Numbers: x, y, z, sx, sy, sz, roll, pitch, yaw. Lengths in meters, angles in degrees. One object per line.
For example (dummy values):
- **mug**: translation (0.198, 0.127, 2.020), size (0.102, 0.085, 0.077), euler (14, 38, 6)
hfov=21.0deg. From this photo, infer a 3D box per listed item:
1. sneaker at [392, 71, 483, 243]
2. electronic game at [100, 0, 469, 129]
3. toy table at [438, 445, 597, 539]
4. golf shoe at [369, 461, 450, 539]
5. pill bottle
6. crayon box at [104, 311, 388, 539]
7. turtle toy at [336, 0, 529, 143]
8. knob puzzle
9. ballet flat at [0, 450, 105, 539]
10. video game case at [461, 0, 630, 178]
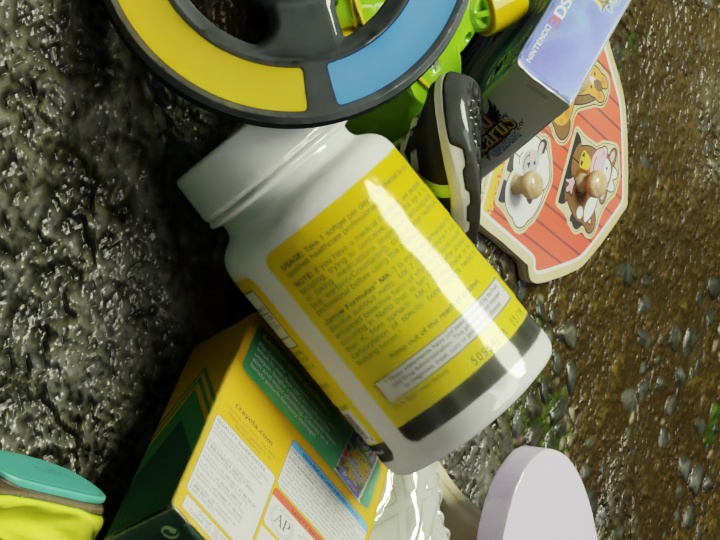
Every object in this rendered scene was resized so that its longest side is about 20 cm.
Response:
- **sneaker**: translation (0.025, -0.038, 1.114), size (0.200, 0.083, 0.072), euler (95, -1, -56)
- **electronic game**: translation (-0.038, -0.170, 0.983), size (0.042, 0.200, 0.200), euler (132, -26, -78)
- **toy table**: translation (0.072, 0.205, 1.235), size (0.184, 0.117, 0.201), euler (-5, 99, -54)
- **golf shoe**: translation (0.019, 0.147, 1.157), size (0.091, 0.075, 0.200), euler (33, 53, -11)
- **pill bottle**: translation (0.000, 0.000, 1.039), size (0.200, 0.114, 0.114), euler (51, 48, -5)
- **crayon box**: translation (-0.051, 0.113, 1.031), size (0.126, 0.052, 0.200), euler (50, 30, -19)
- **turtle toy**: translation (0.012, -0.156, 1.102), size (0.146, 0.101, 0.200), euler (-25, 121, -24)
- **knob puzzle**: translation (0.152, -0.084, 1.375), size (0.219, 0.030, 0.220), euler (-13, 106, -54)
- **ballet flat**: translation (-0.193, 0.104, 0.896), size (0.067, 0.067, 0.200), euler (-56, 143, -2)
- **video game case**: translation (0.108, -0.144, 1.188), size (0.045, 0.181, 0.200), euler (36, 59, -7)
